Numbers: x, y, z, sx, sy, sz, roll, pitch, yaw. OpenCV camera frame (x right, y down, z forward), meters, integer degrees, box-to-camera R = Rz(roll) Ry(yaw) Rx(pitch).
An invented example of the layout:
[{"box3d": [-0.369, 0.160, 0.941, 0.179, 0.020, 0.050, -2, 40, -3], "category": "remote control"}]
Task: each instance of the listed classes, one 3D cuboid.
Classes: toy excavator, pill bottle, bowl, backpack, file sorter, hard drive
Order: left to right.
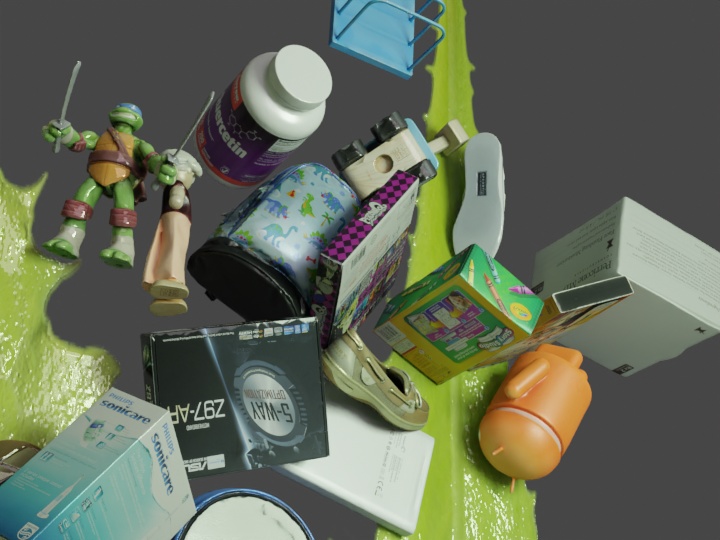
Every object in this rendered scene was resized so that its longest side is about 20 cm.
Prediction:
[{"box3d": [-0.127, 0.332, 1.273, 0.199, 0.039, 0.202, 16, 59, -28], "category": "bowl"}, {"box3d": [-0.117, -0.188, 1.433, 0.112, 0.200, 0.113, 16, 59, -27], "category": "pill bottle"}, {"box3d": [-0.087, -0.038, 1.433, 0.163, 0.154, 0.200, 40, 39, -3], "category": "backpack"}, {"box3d": [-0.008, 0.219, 1.420, 0.199, 0.027, 0.133, 31, 53, -19], "category": "hard drive"}, {"box3d": [0.046, -0.411, 1.711, 0.138, 0.123, 0.202, 18, 59, -26], "category": "file sorter"}, {"box3d": [0.061, -0.155, 1.616, 0.194, 0.200, 0.100, -33, 88, 1], "category": "toy excavator"}]

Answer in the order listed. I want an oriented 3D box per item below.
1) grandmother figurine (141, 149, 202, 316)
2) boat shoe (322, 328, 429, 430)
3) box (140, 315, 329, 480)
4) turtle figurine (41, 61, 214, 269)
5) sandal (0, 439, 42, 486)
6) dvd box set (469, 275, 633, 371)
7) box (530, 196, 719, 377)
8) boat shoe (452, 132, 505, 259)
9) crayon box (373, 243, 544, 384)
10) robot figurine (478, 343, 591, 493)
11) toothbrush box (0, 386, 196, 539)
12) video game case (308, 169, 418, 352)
[{"box3d": [-0.216, -0.056, 1.359, 0.060, 0.121, 0.202, 8, 57, -16], "category": "grandmother figurine"}, {"box3d": [0.029, 0.133, 1.424, 0.200, 0.063, 0.073, 36, 11, -39], "category": "boat shoe"}, {"box3d": [-0.137, 0.139, 1.304, 0.198, 0.043, 0.162, -4, 90, -26], "category": "box"}, {"box3d": [-0.281, -0.113, 1.298, 0.143, 0.199, 0.196, 18, 74, -31], "category": "turtle figurine"}, {"box3d": [-0.385, 0.242, 1.135, 0.080, 0.054, 0.200, 42, 65, -2], "category": "sandal"}, {"box3d": [0.244, 0.071, 1.555, 0.145, 0.200, 0.030, -11, 72, -38], "category": "dvd box set"}, {"box3d": [0.375, 0.029, 1.667, 0.199, 0.199, 0.132, 27, 54, -21], "category": "box"}, {"box3d": [0.177, -0.092, 1.675, 0.065, 0.073, 0.202, 40, 59, -67], "category": "boat shoe"}, {"box3d": [0.119, 0.059, 1.474, 0.119, 0.200, 0.058, 39, 52, -12], "category": "crayon box"}, {"box3d": [0.226, 0.186, 1.534, 0.116, 0.144, 0.201, 34, 58, 2], "category": "robot figurine"}, {"box3d": [-0.263, 0.237, 1.148, 0.200, 0.085, 0.147, -44, 139, -39], "category": "toothbrush box"}, {"box3d": [0.000, 0.000, 1.431, 0.036, 0.182, 0.200, 25, 44, 15], "category": "video game case"}]
